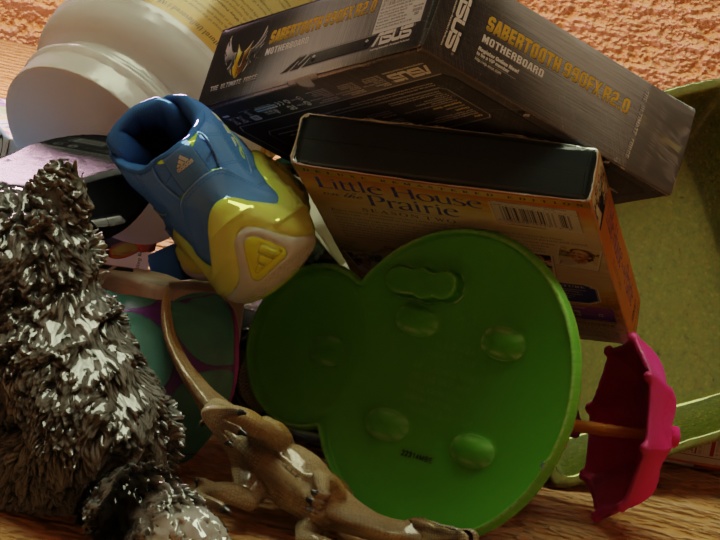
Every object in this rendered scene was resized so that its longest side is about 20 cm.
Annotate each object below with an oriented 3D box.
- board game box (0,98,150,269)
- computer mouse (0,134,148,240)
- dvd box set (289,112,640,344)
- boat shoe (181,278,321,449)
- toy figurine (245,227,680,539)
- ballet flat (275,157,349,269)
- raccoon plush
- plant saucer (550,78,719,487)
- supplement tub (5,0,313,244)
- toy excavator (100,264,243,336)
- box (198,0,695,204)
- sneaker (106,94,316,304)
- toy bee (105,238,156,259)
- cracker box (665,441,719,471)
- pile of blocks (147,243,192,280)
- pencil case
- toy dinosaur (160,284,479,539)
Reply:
[{"bbox_3d":[-0.202,-0.044,1.737,0.103,0.105,0.200,9,9,-17],"label":"board game box"},{"bbox_3d":[-0.191,-0.032,1.347,0.140,0.046,0.200,8,17,22],"label":"computer mouse"},{"bbox_3d":[0.056,-0.018,1.317,0.146,0.030,0.200,7,-19,15],"label":"dvd box set"},{"bbox_3d":[-0.046,0.049,1.429,0.199,0.074,0.065,15,4,25],"label":"boat shoe"},{"bbox_3d":[0.072,0.067,1.334,0.199,0.151,0.184,13,-4,38],"label":"toy figurine"},{"bbox_3d":[0.000,0.000,1.472,0.070,0.067,0.200,35,7,-48],"label":"ballet flat"},{"bbox_3d":[-0.110,0.034,1.143,0.097,0.135,0.200,-24,29,-38],"label":"raccoon plush"},{"bbox_3d":[0.151,0.008,1.507,0.199,0.201,0.048,-14,-10,-25],"label":"plant saucer"},{"bbox_3d":[-0.091,-0.124,1.509,0.144,0.145,0.200,16,48,32],"label":"supplement tub"},{"bbox_3d":[-0.168,0.000,1.448,0.199,0.100,0.194,5,9,-9],"label":"toy excavator"},{"bbox_3d":[0.038,-0.078,1.298,0.158,0.049,0.200,27,-19,-29],"label":"box"},{"bbox_3d":[-0.077,-0.049,1.327,0.105,0.076,0.200,52,-6,-13],"label":"sneaker"},{"bbox_3d":[-0.125,-0.042,1.594,0.131,0.201,0.109,29,-3,-26],"label":"toy bee"},{"bbox_3d":[0.124,0.065,1.602,0.199,0.058,0.134,11,8,-7],"label":"cracker box"},{"bbox_3d":[-0.087,0.019,1.566,0.082,0.062,0.200,-16,-9,-1],"label":"pile of blocks"},{"bbox_3d":[-0.163,0.041,1.283,0.199,0.085,0.093,9,28,-22],"label":"pencil case"},{"bbox_3d":[-0.045,0.086,1.221,0.200,0.058,0.101,36,14,17],"label":"toy dinosaur"}]
